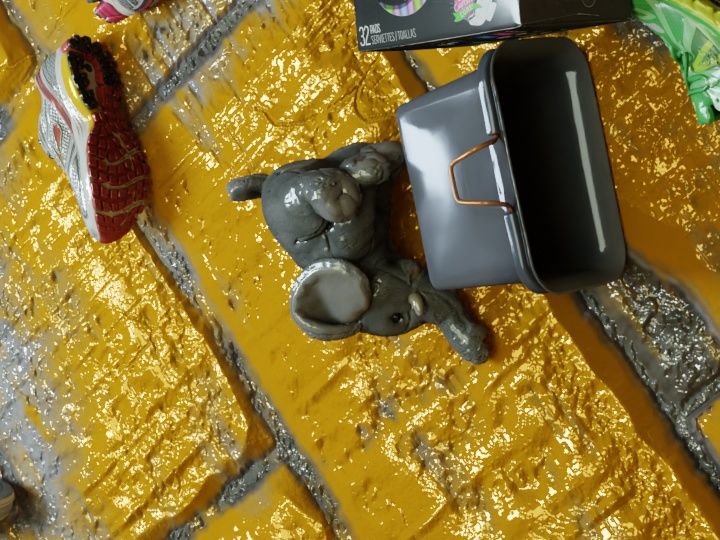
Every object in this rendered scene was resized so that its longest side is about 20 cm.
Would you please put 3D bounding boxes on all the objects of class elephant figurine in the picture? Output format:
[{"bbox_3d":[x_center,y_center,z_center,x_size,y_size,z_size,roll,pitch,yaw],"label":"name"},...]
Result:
[{"bbox_3d":[0.000,0.000,1.538,0.155,0.141,0.201,13,123,61],"label":"elephant figurine"}]

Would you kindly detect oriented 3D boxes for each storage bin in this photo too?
[{"bbox_3d":[0.107,-0.072,1.448,0.134,0.145,0.202,-14,88,45],"label":"storage bin"}]

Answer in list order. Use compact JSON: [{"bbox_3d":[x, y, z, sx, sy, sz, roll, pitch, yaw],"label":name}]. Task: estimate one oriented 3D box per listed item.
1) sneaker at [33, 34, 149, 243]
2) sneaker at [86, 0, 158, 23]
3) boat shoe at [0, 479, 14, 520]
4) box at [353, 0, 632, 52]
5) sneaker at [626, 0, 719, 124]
[{"bbox_3d":[-0.263,-0.121,1.733,0.082,0.078,0.202,-25,73,38],"label":"sneaker"},{"bbox_3d":[-0.237,-0.338,1.685,0.074,0.081,0.201,-20,92,20],"label":"sneaker"},{"bbox_3d":[-0.432,0.263,1.896,0.201,0.074,0.065,-14,94,39],"label":"boat shoe"},{"bbox_3d":[0.097,-0.254,1.401,0.199,0.124,0.150,-1,96,53],"label":"box"},{"bbox_3d":[0.267,-0.155,1.357,0.200,0.074,0.084,42,113,22],"label":"sneaker"}]
